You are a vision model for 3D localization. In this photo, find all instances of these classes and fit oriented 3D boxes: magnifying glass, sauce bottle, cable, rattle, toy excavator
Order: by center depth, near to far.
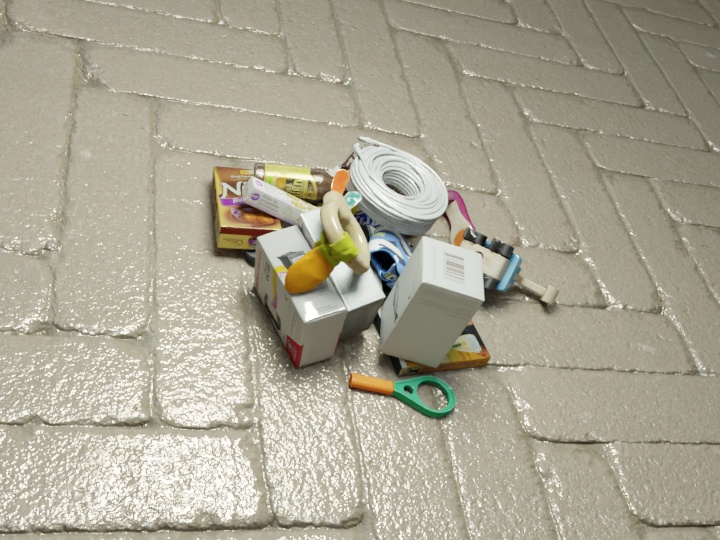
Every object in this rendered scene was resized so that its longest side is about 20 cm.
[{"bbox_3d":[-0.062,-0.065,1.442,0.130,0.143,0.200,22,38,-39],"label":"rattle"},{"bbox_3d":[0.077,0.213,1.505,0.199,0.022,0.080,12,45,-13],"label":"magnifying glass"},{"bbox_3d":[0.069,-0.154,1.608,0.199,0.069,0.200,14,43,-21],"label":"cable"},{"bbox_3d":[-0.108,-0.169,1.633,0.199,0.065,0.065,4,46,-6],"label":"sauce bottle"},{"bbox_3d":[0.303,0.002,1.755,0.194,0.100,0.200,27,4,29],"label":"toy excavator"}]

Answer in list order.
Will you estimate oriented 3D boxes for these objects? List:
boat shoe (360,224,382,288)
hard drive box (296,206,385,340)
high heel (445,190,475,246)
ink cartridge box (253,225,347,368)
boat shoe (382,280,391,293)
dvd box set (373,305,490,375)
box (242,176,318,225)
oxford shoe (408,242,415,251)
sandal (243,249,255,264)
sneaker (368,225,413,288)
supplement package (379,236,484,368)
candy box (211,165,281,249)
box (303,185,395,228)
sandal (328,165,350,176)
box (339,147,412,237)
[{"bbox_3d":[0.000,0.000,1.620,0.056,0.069,0.201,14,57,-26],"label":"boat shoe"},{"bbox_3d":[-0.046,0.006,1.515,0.077,0.156,0.200,-19,69,-21],"label":"hard drive box"},{"bbox_3d":[0.229,-0.094,1.858,0.096,0.067,0.200,7,44,-51],"label":"high heel"},{"bbox_3d":[-0.111,0.046,1.481,0.085,0.148,0.200,-18,57,-24],"label":"ink cartridge box"},{"bbox_3d":[0.119,0.019,1.680,0.199,0.072,0.076,16,22,4],"label":"boat shoe"},{"bbox_3d":[0.134,0.125,1.611,0.199,0.029,0.147,-2,50,-28],"label":"dvd box set"},{"bbox_3d":[-0.130,-0.115,1.607,0.200,0.039,0.041,25,29,-28],"label":"box"},{"bbox_3d":[0.073,-0.038,1.721,0.200,0.058,0.075,21,41,-7],"label":"oxford shoe"},{"bbox_3d":[-0.128,-0.037,1.643,0.200,0.043,0.076,-2,42,-15],"label":"sandal"},{"bbox_3d":[0.082,0.010,1.590,0.200,0.074,0.082,47,40,-6],"label":"sneaker"},{"bbox_3d":[0.123,0.059,1.496,0.117,0.200,0.117,16,43,-12],"label":"supplement package"},{"bbox_3d":[-0.226,-0.123,1.641,0.116,0.057,0.200,3,38,-18],"label":"candy box"},{"bbox_3d":[-0.027,-0.121,1.688,0.199,0.070,0.064,-2,43,7],"label":"box"},{"bbox_3d":[-0.026,-0.189,1.737,0.206,0.059,0.079,-31,63,6],"label":"sandal"},{"bbox_3d":[0.051,-0.166,1.800,0.200,0.075,0.100,50,20,26],"label":"box"}]
